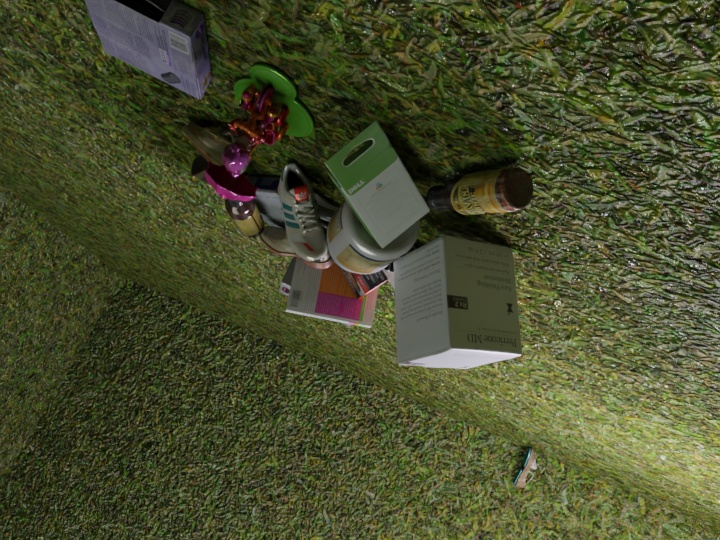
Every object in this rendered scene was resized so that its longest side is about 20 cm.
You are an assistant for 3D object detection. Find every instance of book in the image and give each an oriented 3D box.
[{"bbox_3d":[-0.061,0.047,1.621,0.198,0.135,0.048,12,167,-5],"label":"book"}]

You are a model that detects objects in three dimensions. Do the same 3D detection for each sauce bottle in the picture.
[{"bbox_3d":[-0.256,-0.135,1.533,0.064,0.065,0.200,22,163,11],"label":"sauce bottle"},{"bbox_3d":[0.174,-0.116,1.079,0.066,0.066,0.200,33,164,-24],"label":"sauce bottle"}]

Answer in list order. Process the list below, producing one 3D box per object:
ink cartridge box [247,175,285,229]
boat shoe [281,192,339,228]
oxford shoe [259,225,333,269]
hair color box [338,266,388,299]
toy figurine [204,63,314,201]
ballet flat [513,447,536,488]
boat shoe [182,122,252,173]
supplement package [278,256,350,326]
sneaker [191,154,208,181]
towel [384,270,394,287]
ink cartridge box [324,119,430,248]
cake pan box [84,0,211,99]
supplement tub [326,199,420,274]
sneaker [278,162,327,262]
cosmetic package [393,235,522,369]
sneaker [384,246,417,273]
[{"bbox_3d":[-0.182,-0.143,1.581,0.199,0.041,0.200,12,160,42],"label":"ink cartridge box"},{"bbox_3d":[-0.071,-0.106,1.480,0.201,0.065,0.074,30,164,-24],"label":"boat shoe"},{"bbox_3d":[-0.147,-0.072,1.594,0.199,0.071,0.074,19,140,24],"label":"oxford shoe"},{"bbox_3d":[0.000,0.000,1.512,0.102,0.061,0.200,59,173,3],"label":"hair color box"},{"bbox_3d":[-0.177,-0.202,1.134,0.149,0.185,0.200,26,163,0],"label":"toy figurine"},{"bbox_3d":[0.731,0.864,3.083,0.065,0.201,0.071,20,-160,4],"label":"ballet flat"},{"bbox_3d":[-0.273,-0.241,1.367,0.200,0.069,0.074,41,171,35],"label":"boat shoe"},{"bbox_3d":[-0.074,0.017,1.705,0.199,0.157,0.111,26,164,-3],"label":"supplement package"},{"bbox_3d":[-0.284,-0.220,1.488,0.075,0.071,0.199,14,177,-37],"label":"sneaker"},{"bbox_3d":[0.106,0.011,1.635,0.132,0.035,0.200,11,156,40],"label":"towel"},{"bbox_3d":[0.020,-0.142,1.118,0.200,0.104,0.059,53,179,-40],"label":"ink cartridge box"},{"bbox_3d":[-0.326,-0.367,1.093,0.183,0.053,0.200,24,164,-1],"label":"cake pan box"},{"bbox_3d":[0.017,-0.073,1.310,0.144,0.145,0.200,28,164,-8],"label":"supplement tub"},{"bbox_3d":[-0.115,-0.115,1.358,0.070,0.201,0.094,-14,160,-10],"label":"sneaker"},{"bbox_3d":[0.171,0.065,1.278,0.164,0.202,0.165,8,160,-30],"label":"cosmetic package"},{"bbox_3d":[0.112,-0.012,1.480,0.199,0.079,0.090,21,170,25],"label":"sneaker"}]
